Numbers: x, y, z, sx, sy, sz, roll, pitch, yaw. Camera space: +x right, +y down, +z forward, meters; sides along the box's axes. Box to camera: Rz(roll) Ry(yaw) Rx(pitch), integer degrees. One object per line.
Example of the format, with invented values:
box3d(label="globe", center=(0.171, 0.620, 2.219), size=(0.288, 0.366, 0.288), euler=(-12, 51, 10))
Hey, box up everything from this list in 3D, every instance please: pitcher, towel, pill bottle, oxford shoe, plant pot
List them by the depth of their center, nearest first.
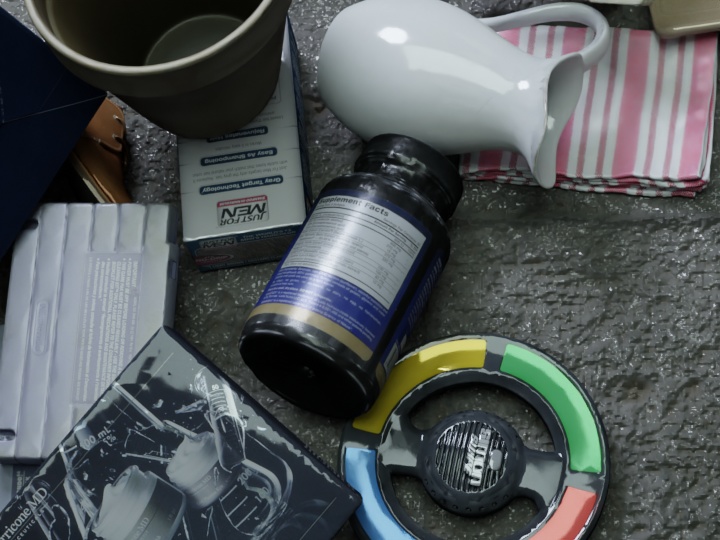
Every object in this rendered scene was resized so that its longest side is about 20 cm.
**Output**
box3d(label="pill bottle", center=(0.000, 0.000, 1.214), size=(0.111, 0.112, 0.201), euler=(20, 61, 16))
box3d(label="plant pot", center=(-0.134, -0.189, 1.225), size=(0.199, 0.174, 0.201), euler=(-3, 64, 7))
box3d(label="pitcher", center=(0.082, -0.160, 1.272), size=(0.199, 0.122, 0.172), euler=(17, 54, 23))
box3d(label="towel", center=(0.182, -0.134, 1.304), size=(0.199, 0.030, 0.147), euler=(5, 66, 10))
box3d(label="oxford shoe", center=(-0.214, -0.100, 1.323), size=(0.071, 0.071, 0.201), euler=(-26, 66, -16))

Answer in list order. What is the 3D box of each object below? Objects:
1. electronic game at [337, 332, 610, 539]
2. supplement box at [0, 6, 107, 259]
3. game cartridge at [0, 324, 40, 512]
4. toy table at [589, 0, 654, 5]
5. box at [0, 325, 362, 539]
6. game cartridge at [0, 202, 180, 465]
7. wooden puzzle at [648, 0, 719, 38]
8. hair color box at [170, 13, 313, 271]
box3d(label="electronic game", center=(0.082, 0.140, 1.185), size=(0.198, 0.042, 0.201), euler=(-3, 65, 6))
box3d(label="supplement box", center=(-0.342, -0.114, 1.256), size=(0.199, 0.134, 0.201), euler=(25, 80, 43))
box3d(label="game cartridge", center=(-0.234, 0.134, 1.236), size=(0.132, 0.041, 0.201), euler=(-3, 65, 3))
box3d(label="toy table", center=(0.156, -0.271, 1.278), size=(0.183, 0.199, 0.118), euler=(18, 109, 52))
box3d(label="box", center=(-0.129, 0.172, 1.122), size=(0.182, 0.104, 0.200), euler=(40, 86, 3))
box3d(label="game cartridge", center=(-0.204, 0.047, 1.227), size=(0.129, 0.038, 0.201), euler=(2, 73, 4))
box3d(label="wooden puzzle", center=(0.318, -0.276, 1.346), size=(0.184, 0.037, 0.201), euler=(-8, 59, 2))
box3d(label="hair color box", center=(-0.095, -0.106, 1.311), size=(0.099, 0.061, 0.201), euler=(-8, 64, 4))
